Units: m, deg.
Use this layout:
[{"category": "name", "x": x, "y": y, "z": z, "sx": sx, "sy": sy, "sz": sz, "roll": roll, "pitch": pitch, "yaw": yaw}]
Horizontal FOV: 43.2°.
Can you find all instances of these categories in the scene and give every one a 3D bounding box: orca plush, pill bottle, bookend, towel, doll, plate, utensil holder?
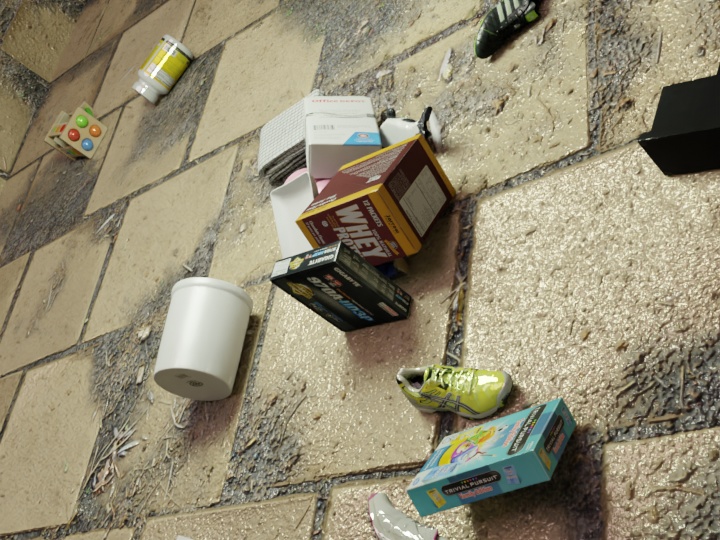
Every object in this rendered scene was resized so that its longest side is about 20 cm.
[{"category": "orca plush", "x": 0.104, "y": -0.283, "z": 1.797, "sx": 0.105, "sy": 0.071, "sz": 0.200, "roll": 69, "pitch": 157, "yaw": 6}, {"category": "pill bottle", "x": -0.619, "y": -0.624, "z": 2.833, "sx": 0.200, "sy": 0.112, "sz": 0.112, "roll": -53, "pitch": 36, "yaw": -1}, {"category": "bookend", "x": 0.526, "y": -0.251, "z": 1.298, "sx": 0.200, "sy": 0.092, "sz": 0.199, "roll": -5, "pitch": 56, "yaw": 47}, {"category": "towel", "x": -0.143, "y": -0.301, "z": 2.078, "sx": 0.200, "sy": 0.086, "sz": 0.166, "roll": -29, "pitch": 41, "yaw": 31}, {"category": "doll", "x": 0.000, "y": 0.000, "z": 1.700, "sx": 0.200, "sy": 0.048, "sz": 0.137, "roll": -22, "pitch": 45, "yaw": 31}, {"category": "plate", "x": -0.109, "y": -0.076, "z": 1.753, "sx": 0.200, "sy": 0.032, "sz": 0.200, "roll": -16, "pitch": 84, "yaw": 63}, {"category": "utensil holder", "x": -0.317, "y": 0.141, "z": 1.835, "sx": 0.170, "sy": 0.170, "sz": 0.200, "roll": -19, "pitch": 51, "yaw": 37}]

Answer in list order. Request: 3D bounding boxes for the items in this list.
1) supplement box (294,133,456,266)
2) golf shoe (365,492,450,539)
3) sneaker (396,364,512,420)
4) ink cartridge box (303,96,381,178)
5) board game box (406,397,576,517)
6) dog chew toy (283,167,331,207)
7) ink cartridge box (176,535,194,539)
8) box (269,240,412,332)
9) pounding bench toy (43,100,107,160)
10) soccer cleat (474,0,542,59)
[{"category": "supplement box", "x": 0.029, "y": -0.114, "z": 1.635, "sx": 0.197, "sy": 0.133, "sz": 0.200, "roll": -17, "pitch": 25, "yaw": 38}, {"category": "golf shoe", "x": 0.072, "y": 0.365, "z": 1.211, "sx": 0.091, "sy": 0.075, "sz": 0.200, "roll": -31, "pitch": 39, "yaw": -1}, {"category": "sneaker", "x": 0.138, "y": 0.179, "z": 1.380, "sx": 0.200, "sy": 0.076, "sz": 0.075, "roll": -11, "pitch": 51, "yaw": 41}, {"category": "ink cartridge box", "x": -0.041, "y": -0.275, "z": 1.866, "sx": 0.145, "sy": 0.084, "sz": 0.200, "roll": -1, "pitch": 38, "yaw": -6}, {"category": "board game box", "x": 0.178, "y": 0.252, "z": 1.233, "sx": 0.200, "sy": 0.047, "sz": 0.151, "roll": -27, "pitch": 6, "yaw": 31}, {"category": "dog chew toy", "x": -0.072, "y": -0.134, "z": 1.837, "sx": 0.200, "sy": 0.125, "sz": 0.125, "roll": 27, "pitch": 82, "yaw": 45}, {"category": "ink cartridge box", "x": -0.256, "y": 0.546, "z": 1.449, "sx": 0.086, "sy": 0.146, "sz": 0.200, "roll": -2, "pitch": 60, "yaw": 44}, {"category": "box", "x": -0.033, "y": 0.032, "z": 1.582, "sx": 0.159, "sy": 0.200, "sz": 0.046, "roll": -15, "pitch": 50, "yaw": 39}, {"category": "pounding bench toy", "x": -0.935, "y": -0.488, "z": 3.055, "sx": 0.156, "sy": 0.124, "sz": 0.200, "roll": 2, "pitch": 63, "yaw": 48}, {"category": "soccer cleat", "x": 0.297, "y": -0.494, "z": 1.773, "sx": 0.200, "sy": 0.068, "sz": 0.081, "roll": -53, "pitch": 49, "yaw": 0}]
